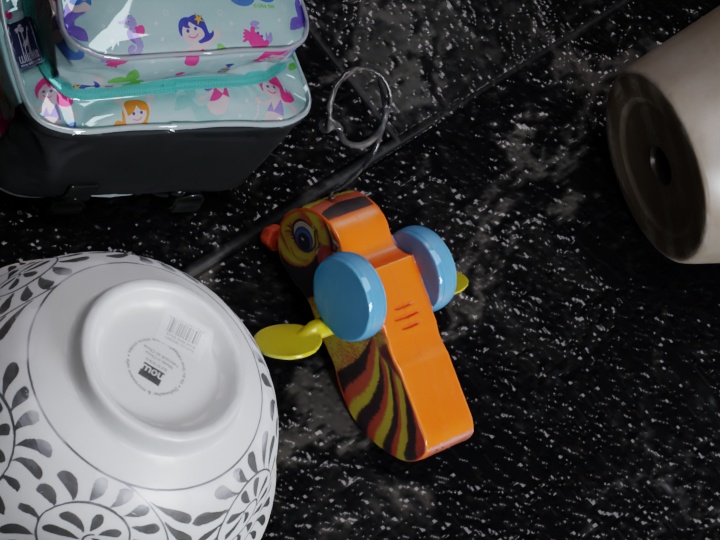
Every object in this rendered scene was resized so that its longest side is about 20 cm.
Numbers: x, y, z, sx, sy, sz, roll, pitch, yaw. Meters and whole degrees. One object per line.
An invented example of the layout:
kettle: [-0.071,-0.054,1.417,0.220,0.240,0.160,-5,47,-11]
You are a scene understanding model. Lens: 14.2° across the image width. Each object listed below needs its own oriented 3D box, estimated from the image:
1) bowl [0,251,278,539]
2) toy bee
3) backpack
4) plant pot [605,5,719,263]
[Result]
bowl: [-0.113,0.064,1.428,0.201,0.094,0.201,14,58,-23]
toy bee: [0.000,0.000,1.540,0.131,0.109,0.200,6,85,-36]
backpack: [-0.129,-0.149,1.516,0.177,0.151,0.200,-4,61,-30]
plant pot: [0.244,-0.084,1.677,0.173,0.200,0.200,-19,73,-18]
